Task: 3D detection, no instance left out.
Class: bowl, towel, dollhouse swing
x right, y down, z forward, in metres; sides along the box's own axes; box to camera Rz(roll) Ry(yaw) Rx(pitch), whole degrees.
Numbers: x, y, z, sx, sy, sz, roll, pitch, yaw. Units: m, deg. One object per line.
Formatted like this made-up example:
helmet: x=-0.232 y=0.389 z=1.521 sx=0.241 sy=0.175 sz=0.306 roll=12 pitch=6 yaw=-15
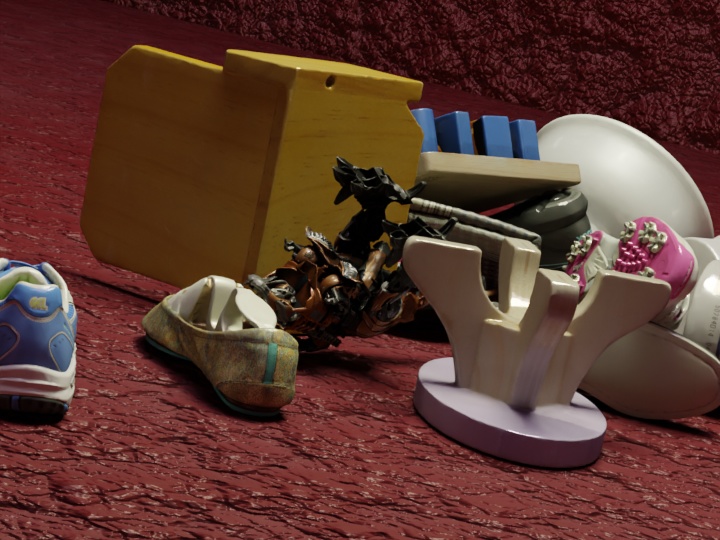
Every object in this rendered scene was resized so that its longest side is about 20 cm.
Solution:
bowl: x=0.211 y=-0.035 z=1.922 sx=0.201 sy=0.201 sz=0.090 roll=19 pitch=48 yaw=35
towel: x=0.046 y=-0.018 z=1.772 sx=0.200 sy=0.035 sz=0.193 roll=16 pitch=-15 yaw=3
dollhouse swing: x=-0.085 y=-0.070 z=1.634 sx=0.182 sy=0.200 sz=0.176 roll=2 pitch=13 yaw=-42

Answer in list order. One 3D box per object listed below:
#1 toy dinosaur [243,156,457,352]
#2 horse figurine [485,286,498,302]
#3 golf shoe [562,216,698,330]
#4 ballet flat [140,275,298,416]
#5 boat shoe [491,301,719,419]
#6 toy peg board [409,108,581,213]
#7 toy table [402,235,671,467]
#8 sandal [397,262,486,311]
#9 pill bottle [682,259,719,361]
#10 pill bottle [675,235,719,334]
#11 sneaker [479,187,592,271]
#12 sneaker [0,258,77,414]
toy dinosaur: x=-0.001 y=0.001 z=1.526 sx=0.102 sy=0.136 sz=0.200 roll=36 pitch=31 yaw=20
horse figurine: x=0.172 y=0.044 z=1.714 sx=0.200 sy=0.050 sz=0.133 roll=20 pitch=19 yaw=29
golf shoe: x=0.219 y=0.009 z=1.596 sx=0.091 sy=0.075 sz=0.200 roll=27 pitch=-7 yaw=-13
ballet flat: x=-0.091 y=0.039 z=1.414 sx=0.071 sy=0.071 sz=0.200 roll=6 pitch=11 yaw=-25
boat shoe: x=0.174 y=0.060 z=1.567 sx=0.202 sy=0.072 sz=0.060 roll=11 pitch=14 yaw=18
toy peg board: x=0.049 y=-0.105 z=1.854 sx=0.199 sy=0.098 sz=0.200 roll=-16 pitch=-12 yaw=43
toy table: x=0.111 y=0.049 z=1.439 sx=0.184 sy=0.117 sz=0.200 roll=8 pitch=10 yaw=-20
sandal: x=0.000 y=0.000 z=1.695 sx=0.200 sy=0.045 sz=0.075 roll=5 pitch=14 yaw=14
pill bottle: x=0.348 y=0.066 z=1.608 sx=0.200 sy=0.111 sz=0.111 roll=14 pitch=11 yaw=18
pill bottle: x=0.353 y=0.025 z=1.830 sx=0.200 sy=0.114 sz=0.114 roll=5 pitch=12 yaw=-33
sneaker: x=0.115 y=-0.012 z=1.873 sx=0.200 sy=0.079 sz=0.075 roll=-12 pitch=17 yaw=34
sneaker: x=-0.205 y=0.029 z=1.313 sx=0.076 sy=0.077 sz=0.200 roll=6 pitch=10 yaw=-18
